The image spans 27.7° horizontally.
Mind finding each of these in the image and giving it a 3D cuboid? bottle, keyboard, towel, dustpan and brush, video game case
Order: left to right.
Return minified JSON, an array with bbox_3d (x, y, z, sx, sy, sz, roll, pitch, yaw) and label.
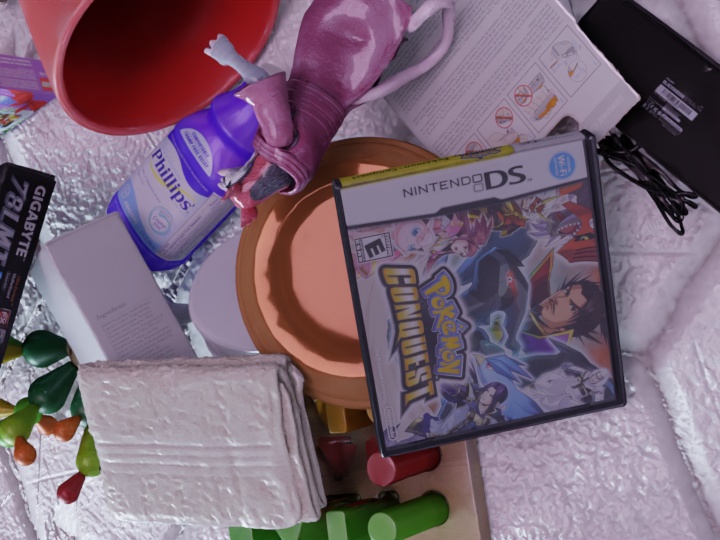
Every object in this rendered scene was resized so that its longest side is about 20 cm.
[{"bbox_3d":[-0.121,0.128,1.099,0.199,0.034,0.133,-2,106,29],"label":"towel"},{"bbox_3d":[-0.126,-0.086,1.200,0.200,0.065,0.084,-43,70,27],"label":"bottle"},{"bbox_3d":[-0.111,0.023,1.191,0.199,0.057,0.140,-4,55,34],"label":"dustpan and brush"},{"bbox_3d":[0.085,0.017,1.006,0.180,0.026,0.201,-12,107,-5],"label":"video game case"},{"bbox_3d":[0.213,-0.100,1.006,0.104,0.040,0.200,-47,61,7],"label":"keyboard"}]

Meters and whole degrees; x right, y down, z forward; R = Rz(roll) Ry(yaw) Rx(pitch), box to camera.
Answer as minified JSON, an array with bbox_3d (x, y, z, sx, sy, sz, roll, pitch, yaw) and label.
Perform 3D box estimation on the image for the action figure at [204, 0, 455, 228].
[{"bbox_3d":[-0.033,-0.108,1.031,0.148,0.134,0.201,19,66,16],"label":"action figure"}]

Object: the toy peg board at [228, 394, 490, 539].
[{"bbox_3d":[-0.021,0.130,1.130,0.199,0.098,0.201,-10,88,32],"label":"toy peg board"}]

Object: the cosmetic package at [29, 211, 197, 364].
[{"bbox_3d":[-0.191,0.061,1.202,0.201,0.074,0.102,63,157,0],"label":"cosmetic package"}]

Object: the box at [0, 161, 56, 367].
[{"bbox_3d":[-0.324,0.011,1.256,0.198,0.049,0.201,179,106,-71],"label":"box"}]

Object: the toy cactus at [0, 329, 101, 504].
[{"bbox_3d":[-0.254,0.100,1.286,0.165,0.102,0.200,-48,41,1],"label":"toy cactus"}]

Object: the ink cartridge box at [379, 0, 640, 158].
[{"bbox_3d":[0.097,-0.148,1.056,0.200,0.050,0.161,51,126,13],"label":"ink cartridge box"}]

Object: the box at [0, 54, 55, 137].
[{"bbox_3d":[-0.384,-0.147,1.281,0.136,0.200,0.039,-28,76,30],"label":"box"}]

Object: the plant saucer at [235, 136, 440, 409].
[{"bbox_3d":[0.000,0.000,1.060,0.199,0.037,0.202,-2,84,14],"label":"plant saucer"}]

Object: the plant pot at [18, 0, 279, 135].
[{"bbox_3d":[-0.191,-0.240,1.172,0.201,0.200,0.178,-52,57,24],"label":"plant pot"}]

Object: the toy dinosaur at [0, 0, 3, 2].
[{"bbox_3d":[-0.410,-0.277,1.386,0.199,0.058,0.101,33,95,18],"label":"toy dinosaur"}]
